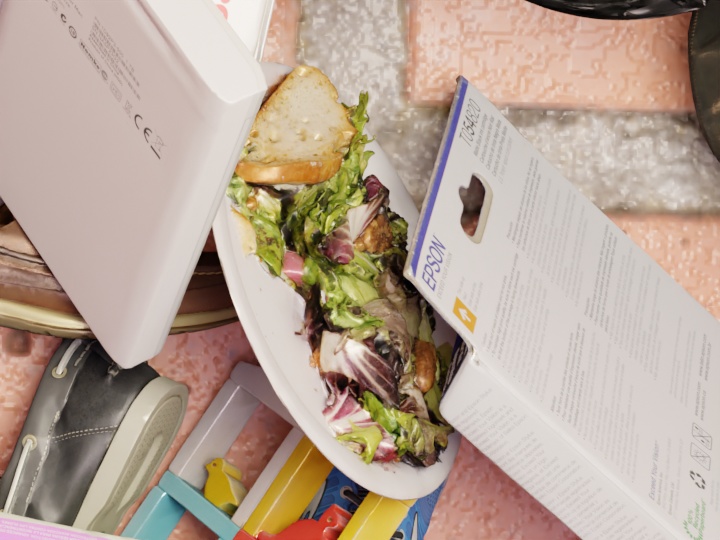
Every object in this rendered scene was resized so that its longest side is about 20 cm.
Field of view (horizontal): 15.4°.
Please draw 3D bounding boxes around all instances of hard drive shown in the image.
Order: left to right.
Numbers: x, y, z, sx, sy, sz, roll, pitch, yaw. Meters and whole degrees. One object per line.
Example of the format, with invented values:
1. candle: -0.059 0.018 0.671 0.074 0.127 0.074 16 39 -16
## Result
1. hard drive: -0.104 -0.063 1.084 0.026 0.200 0.132 -26 70 -29

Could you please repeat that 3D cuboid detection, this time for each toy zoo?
1. toy zoo: -0.053 0.125 1.203 0.020 0.131 0.201 36 87 -42

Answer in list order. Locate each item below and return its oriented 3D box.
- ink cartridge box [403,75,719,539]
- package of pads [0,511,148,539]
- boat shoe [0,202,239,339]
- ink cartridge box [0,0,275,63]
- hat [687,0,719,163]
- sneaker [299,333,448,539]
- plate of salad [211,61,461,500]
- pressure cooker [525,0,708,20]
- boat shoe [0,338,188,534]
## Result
1. ink cartridge box: 0.090 0.030 1.197 0.200 0.200 0.041 44 118 -14
2. package of pads: -0.176 0.179 1.118 0.198 0.068 0.156 10 65 1
3. boat shoe: -0.142 -0.007 1.194 0.198 0.072 0.068 4 97 -11
4. ink cartridge box: -0.133 -0.172 1.173 0.199 0.084 0.147 14 93 -15
5. hat: 0.200 -0.105 1.254 0.080 0.200 0.202 8 95 30
6. sneaker: 0.005 0.125 1.234 0.078 0.089 0.201 16 92 -16
7. plate of salad: 0.000 0.000 1.151 0.048 0.200 0.201 -22 103 25
8. pressure cooker: 0.116 -0.211 1.182 0.178 0.176 0.201 22 90 -12
9. boat shoe: -0.155 0.123 1.215 0.067 0.072 0.201 31 92 11
